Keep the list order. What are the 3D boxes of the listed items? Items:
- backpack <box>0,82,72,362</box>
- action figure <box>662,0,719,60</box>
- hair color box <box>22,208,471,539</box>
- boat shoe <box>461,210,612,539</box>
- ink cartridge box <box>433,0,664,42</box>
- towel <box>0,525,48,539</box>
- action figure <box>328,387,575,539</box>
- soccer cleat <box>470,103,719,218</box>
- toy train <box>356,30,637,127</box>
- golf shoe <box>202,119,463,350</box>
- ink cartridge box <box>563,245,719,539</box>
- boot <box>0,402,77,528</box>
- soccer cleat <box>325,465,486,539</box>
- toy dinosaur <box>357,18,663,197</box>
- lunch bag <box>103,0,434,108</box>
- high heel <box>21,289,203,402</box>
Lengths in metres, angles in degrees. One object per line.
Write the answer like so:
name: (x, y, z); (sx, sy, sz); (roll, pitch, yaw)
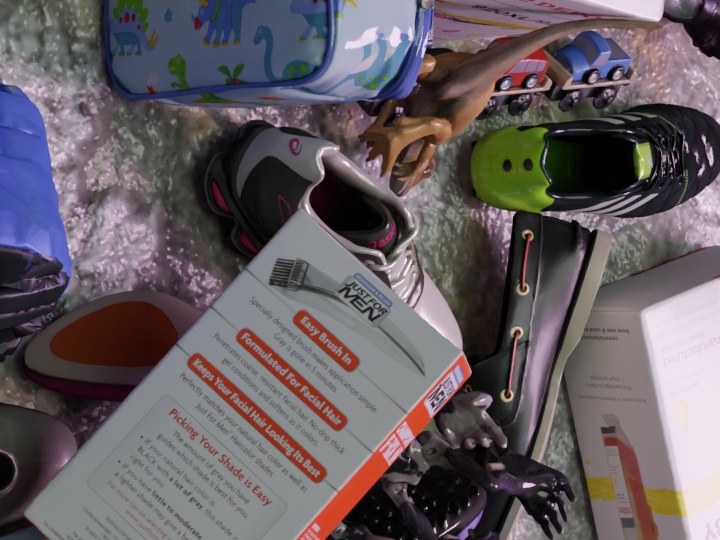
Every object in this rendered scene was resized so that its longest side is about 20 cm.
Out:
backpack: (-0.234, -0.033, 1.191); (0.199, 0.162, 0.168); (7, 62, -35)
action figure: (0.184, -0.163, 1.555); (0.199, 0.130, 0.070); (13, 99, -31)
hair color box: (-0.053, 0.083, 1.279); (0.111, 0.064, 0.200); (41, 85, 14)
boat shoe: (0.087, 0.066, 1.514); (0.063, 0.074, 0.202); (16, 90, -1)
ink cartridge box: (0.049, -0.206, 1.391); (0.147, 0.200, 0.145); (9, 84, -38)
towel: (-0.097, 0.195, 1.324); (0.199, 0.048, 0.172); (-16, 70, -30)
action figure: (0.025, 0.103, 1.356); (0.200, 0.102, 0.119); (30, 95, -33)
soccer cleat: (0.154, -0.062, 1.550); (0.199, 0.081, 0.068); (-7, 95, -38)
toy train: (0.083, -0.113, 1.515); (0.199, 0.034, 0.046); (-7, 132, -38)
golf shoe: (0.000, 0.000, 1.427); (0.200, 0.088, 0.077); (45, 62, -31)
ink cartridge box: (0.210, 0.099, 1.594); (0.145, 0.083, 0.201); (-20, 103, -36)
boot: (-0.196, 0.096, 1.243); (0.199, 0.130, 0.068); (5, 88, -38)
soccer cleat: (-0.005, 0.181, 1.444); (0.200, 0.068, 0.073); (-37, 130, -32)
toy dinosaur: (0.052, -0.099, 1.387); (0.106, 0.200, 0.061); (-18, 80, -37)
lunch bag: (-0.046, -0.163, 1.316); (0.082, 0.200, 0.162); (0, 89, -39)
high heel: (-0.081, 0.061, 1.384); (0.199, 0.096, 0.068); (-3, 49, -15)
